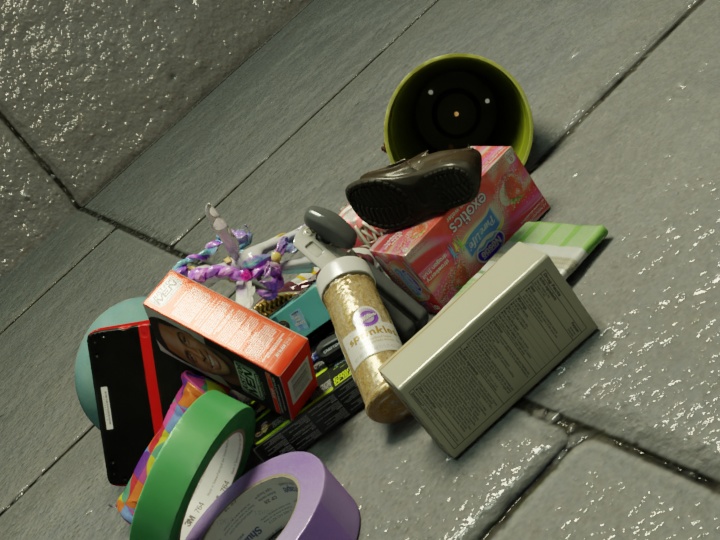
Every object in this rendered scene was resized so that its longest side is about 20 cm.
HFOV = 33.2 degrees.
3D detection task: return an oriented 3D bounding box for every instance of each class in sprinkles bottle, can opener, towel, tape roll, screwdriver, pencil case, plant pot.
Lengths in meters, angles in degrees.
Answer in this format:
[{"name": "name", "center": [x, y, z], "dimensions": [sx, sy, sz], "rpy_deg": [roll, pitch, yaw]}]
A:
[{"name": "sprinkles bottle", "center": [0.009, 0.075, 1.359], "dimensions": [0.068, 0.068, 0.201], "rpy_deg": [-34, 48, 12]}, {"name": "can opener", "center": [0.000, 0.000, 1.460], "dimensions": [0.053, 0.199, 0.067], "rpy_deg": [-38, -21, -33]}, {"name": "towel", "center": [0.176, 0.020, 1.366], "dimensions": [0.200, 0.031, 0.149], "rpy_deg": [-44, 24, -18]}, {"name": "tape roll", "center": [-0.182, 0.233, 1.326], "dimensions": [0.202, 0.048, 0.201], "rpy_deg": [-61, -14, -26]}, {"name": "screwdriver", "center": [-0.082, 0.119, 1.450], "dimensions": [0.198, 0.029, 0.028], "rpy_deg": [-28, 24, 12]}, {"name": "tape roll", "center": [-0.098, 0.282, 1.234], "dimensions": [0.199, 0.066, 0.201], "rpy_deg": [-33, 21, 14]}, {"name": "pencil case", "center": [-0.222, 0.222, 1.453], "dimensions": [0.202, 0.088, 0.088], "rpy_deg": [-60, 20, 6]}, {"name": "plant pot", "center": [0.136, -0.208, 1.690], "dimensions": [0.199, 0.201, 0.193], "rpy_deg": [-34, 9, 11]}, {"name": "plant pot", "center": [-0.264, 0.142, 1.611], "dimensions": [0.200, 0.201, 0.134], "rpy_deg": [-47, 26, -20]}]

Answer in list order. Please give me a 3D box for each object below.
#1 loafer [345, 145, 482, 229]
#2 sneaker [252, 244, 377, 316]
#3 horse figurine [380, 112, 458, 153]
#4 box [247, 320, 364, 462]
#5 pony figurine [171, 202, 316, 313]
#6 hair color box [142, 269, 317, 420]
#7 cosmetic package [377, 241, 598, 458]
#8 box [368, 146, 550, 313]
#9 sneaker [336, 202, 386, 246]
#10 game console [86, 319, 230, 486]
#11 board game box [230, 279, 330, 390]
[{"name": "loafer", "center": [0.070, -0.102, 1.452], "dimensions": [0.198, 0.074, 0.071], "rpy_deg": [-7, 31, 39]}, {"name": "sneaker", "center": [-0.062, 0.030, 1.687], "dimensions": [0.198, 0.076, 0.090], "rpy_deg": [-24, 16, 20]}, {"name": "horse figurine", "center": [0.129, -0.218, 1.864], "dimensions": [0.199, 0.050, 0.132], "rpy_deg": [-38, 37, -18]}, {"name": "box", "center": [-0.049, 0.131, 1.484], "dimensions": [0.199, 0.048, 0.193], "rpy_deg": [-36, 24, 5]}, {"name": "pony figurine", "center": [-0.139, -0.007, 1.540], "dimensions": [0.198, 0.169, 0.193], "rpy_deg": [-15, 0, -20]}, {"name": "hair color box", "center": [-0.150, 0.086, 1.403], "dimensions": [0.198, 0.102, 0.061], "rpy_deg": [25, 60, 24]}, {"name": "cosmetic package", "center": [0.127, 0.078, 1.216], "dimensions": [0.200, 0.104, 0.073], "rpy_deg": [-41, 20, -6]}, {"name": "box", "center": [0.123, -0.051, 1.487], "dimensions": [0.200, 0.103, 0.094], "rpy_deg": [-45, 23, -17]}, {"name": "sneaker", "center": [0.033, -0.079, 1.728], "dimensions": [0.200, 0.074, 0.087], "rpy_deg": [-40, 22, -2]}, {"name": "game console", "center": [-0.248, 0.161, 1.516], "dimensions": [0.174, 0.203, 0.031], "rpy_deg": [-10, -3, 14]}, {"name": "board game box", "center": [-0.103, 0.075, 1.570], "dimensions": [0.199, 0.047, 0.151], "rpy_deg": [-36, 3, 17]}]
